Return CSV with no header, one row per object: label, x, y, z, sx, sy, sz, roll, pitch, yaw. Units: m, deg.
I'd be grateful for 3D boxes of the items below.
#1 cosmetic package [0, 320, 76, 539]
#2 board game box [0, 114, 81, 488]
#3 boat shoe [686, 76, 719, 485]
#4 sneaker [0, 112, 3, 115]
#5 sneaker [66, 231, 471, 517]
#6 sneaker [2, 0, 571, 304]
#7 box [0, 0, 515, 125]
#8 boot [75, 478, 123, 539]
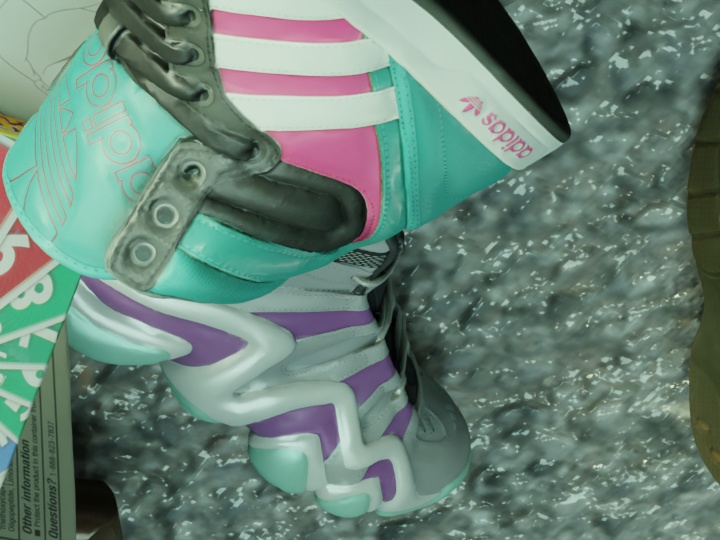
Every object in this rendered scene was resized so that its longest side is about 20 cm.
cosmetic package,-0.184,0.041,0.777,0.199,0.104,0.073,15,148,-34
board game box,-0.141,0.050,0.719,0.095,0.030,0.201,14,105,-35
boat shoe,0.155,-0.007,0.911,0.067,0.072,0.201,-27,135,-28
sneaker,-0.206,-0.022,0.832,0.199,0.079,0.077,10,139,-19
sneaker,0.000,0.000,0.881,0.140,0.078,0.200,-38,133,26
sneaker,-0.048,-0.060,0.656,0.121,0.084,0.200,-35,133,15
box,-0.064,-0.133,0.709,0.152,0.107,0.200,-29,133,23
boot,-0.159,0.076,0.915,0.199,0.065,0.186,13,169,-16
